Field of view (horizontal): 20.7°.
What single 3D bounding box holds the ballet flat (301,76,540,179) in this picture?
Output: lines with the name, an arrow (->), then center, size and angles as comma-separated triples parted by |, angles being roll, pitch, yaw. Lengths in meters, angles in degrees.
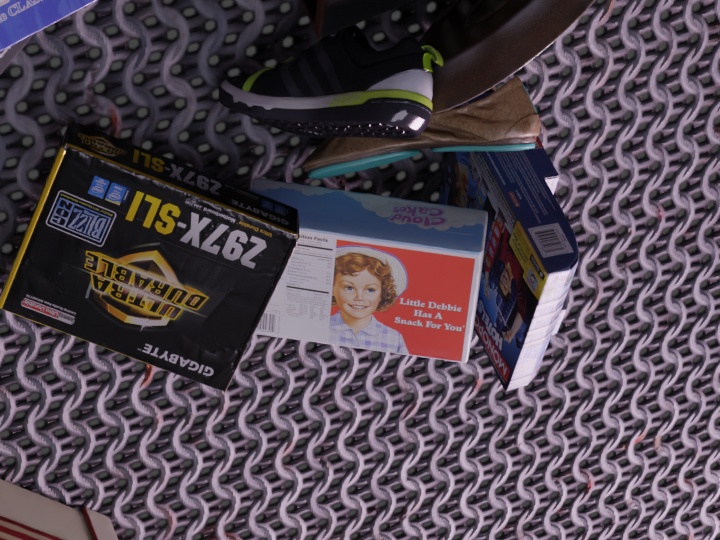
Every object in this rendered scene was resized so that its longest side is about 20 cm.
ballet flat -> 0.046, -0.122, 1.597 | 0.198, 0.068, 0.073 | -8, 90, 15

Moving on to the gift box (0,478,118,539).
gift box -> -0.292, 0.315, 1.688 | 0.186, 0.201, 0.185 | 28, 114, -40

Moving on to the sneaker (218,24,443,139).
sneaker -> -0.019, -0.148, 1.510 | 0.071, 0.198, 0.084 | 19, 80, -55

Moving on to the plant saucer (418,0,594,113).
plant saucer -> 0.109, -0.197, 1.512 | 0.200, 0.200, 0.032 | -40, 108, 6

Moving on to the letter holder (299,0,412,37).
letter holder -> 0.031, -0.289, 1.467 | 0.198, 0.143, 0.101 | -23, 163, -13

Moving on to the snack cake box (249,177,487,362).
snack cake box -> 0.000, 0.000, 1.622 | 0.198, 0.067, 0.116 | 8, 124, 3

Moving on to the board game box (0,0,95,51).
board game box -> -0.277, -0.241, 1.323 | 0.199, 0.041, 0.201 | -32, 123, -21

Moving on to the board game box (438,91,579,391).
board game box -> 0.120, -0.010, 1.673 | 0.061, 0.201, 0.201 | -10, 143, -20

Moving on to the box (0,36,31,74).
box -> -0.349, -0.153, 1.401 | 0.200, 0.050, 0.157 | -47, 130, 12

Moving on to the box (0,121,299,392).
box -> -0.167, -0.008, 1.555 | 0.198, 0.049, 0.161 | 22, 116, -12
